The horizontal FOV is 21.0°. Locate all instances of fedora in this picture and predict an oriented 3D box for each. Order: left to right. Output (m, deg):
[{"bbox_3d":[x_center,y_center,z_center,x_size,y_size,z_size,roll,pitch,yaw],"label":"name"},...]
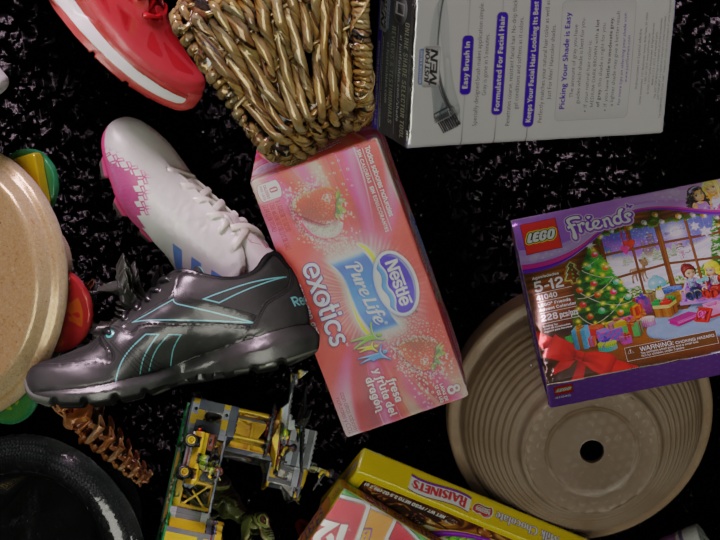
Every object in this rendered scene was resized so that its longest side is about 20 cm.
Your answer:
[{"bbox_3d":[-0.224,0.201,1.426,0.200,0.092,0.202,7,108,24],"label":"fedora"}]

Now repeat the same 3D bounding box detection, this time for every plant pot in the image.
[{"bbox_3d":[0.164,0.116,1.420,0.200,0.093,0.202,0,109,-1],"label":"plant pot"}]

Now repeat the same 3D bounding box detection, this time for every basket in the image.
[{"bbox_3d":[-0.023,-0.165,1.270,0.149,0.200,0.143,-34,104,9],"label":"basket"}]

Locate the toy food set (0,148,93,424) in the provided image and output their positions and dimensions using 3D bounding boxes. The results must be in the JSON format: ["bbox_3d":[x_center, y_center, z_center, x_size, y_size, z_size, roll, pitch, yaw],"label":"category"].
[{"bbox_3d":[-0.274,0.012,1.358,0.197,0.049,0.201,-14,82,29],"label":"toy food set"}]

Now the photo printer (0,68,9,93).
[{"bbox_3d":[-0.362,-0.155,1.322,0.166,0.069,0.200,-37,93,8],"label":"photo printer"}]

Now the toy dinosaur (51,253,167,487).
[{"bbox_3d":[-0.195,0.054,1.388,0.135,0.102,0.201,-28,101,9],"label":"toy dinosaur"}]

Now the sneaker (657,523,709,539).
[{"bbox_3d":[0.257,0.301,1.496,0.114,0.073,0.201,-30,95,12],"label":"sneaker"}]

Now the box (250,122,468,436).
[{"bbox_3d":[0.000,0.000,1.376,0.094,0.103,0.201,-19,106,4],"label":"box"}]

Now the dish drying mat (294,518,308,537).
[{"bbox_3d":[0.005,0.283,1.477,0.018,0.077,0.201,-27,106,-4],"label":"dish drying mat"}]

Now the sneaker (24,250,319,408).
[{"bbox_3d":[-0.130,0.043,1.307,0.199,0.075,0.080,-13,86,-7],"label":"sneaker"}]

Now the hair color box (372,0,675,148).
[{"bbox_3d":[0.111,-0.147,1.318,0.199,0.065,0.110,-5,109,-24],"label":"hair color box"}]

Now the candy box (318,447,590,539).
[{"bbox_3d":[0.074,0.196,1.448,0.199,0.026,0.102,23,149,-8],"label":"candy box"}]

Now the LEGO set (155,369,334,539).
[{"bbox_3d":[-0.078,0.162,1.382,0.115,0.200,0.154,13,70,-5],"label":"LEGO set"}]

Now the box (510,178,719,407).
[{"bbox_3d":[0.215,0.011,1.370,0.199,0.137,0.039,-12,149,2],"label":"box"}]

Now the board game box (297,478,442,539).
[{"bbox_3d":[-0.030,0.259,1.413,0.095,0.030,0.200,32,99,-15],"label":"board game box"}]

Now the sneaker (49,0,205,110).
[{"bbox_3d":[-0.156,-0.210,1.319,0.115,0.078,0.200,-43,105,13],"label":"sneaker"}]

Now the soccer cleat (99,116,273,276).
[{"bbox_3d":[-0.106,-0.027,1.367,0.086,0.070,0.201,-21,103,34],"label":"soccer cleat"}]
